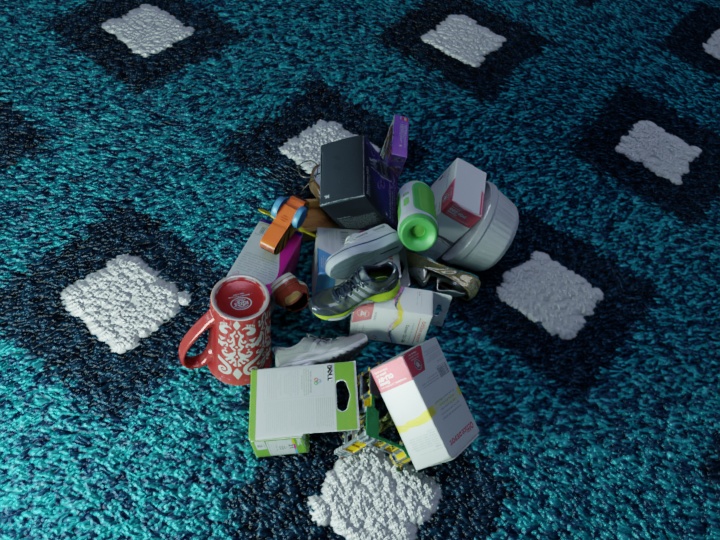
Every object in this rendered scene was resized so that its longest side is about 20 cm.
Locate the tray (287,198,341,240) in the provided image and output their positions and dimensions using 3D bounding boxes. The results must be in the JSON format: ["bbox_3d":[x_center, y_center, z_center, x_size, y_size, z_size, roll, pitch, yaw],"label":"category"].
[{"bbox_3d":[-0.070,-0.122,1.775,0.199,0.037,0.099,-6,53,-15],"label":"tray"}]

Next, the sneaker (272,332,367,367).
[{"bbox_3d":[-0.080,0.153,1.519,0.199,0.075,0.082,-16,65,-20],"label":"sneaker"}]

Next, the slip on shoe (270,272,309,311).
[{"bbox_3d":[-0.134,0.056,1.531,0.074,0.200,0.061,-35,79,-5],"label":"slip on shoe"}]

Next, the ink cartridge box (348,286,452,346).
[{"bbox_3d":[0.082,0.093,1.574,0.198,0.117,0.068,8,51,-2],"label":"ink cartridge box"}]

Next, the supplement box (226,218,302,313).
[{"bbox_3d":[-0.206,0.005,1.606,0.101,0.104,0.201,20,49,5],"label":"supplement box"}]

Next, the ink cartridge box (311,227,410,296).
[{"bbox_3d":[0.000,0.000,1.630,0.198,0.126,0.129,4,52,-8],"label":"ink cartridge box"}]

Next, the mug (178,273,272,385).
[{"bbox_3d":[-0.241,0.122,1.441,0.133,0.201,0.177,35,54,17],"label":"mug"}]

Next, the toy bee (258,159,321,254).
[{"bbox_3d":[-0.135,-0.113,1.599,0.200,0.109,0.131,-41,75,-8],"label":"toy bee"}]

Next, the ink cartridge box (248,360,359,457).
[{"bbox_3d":[-0.101,0.255,1.413,0.198,0.076,0.149,-5,52,1],"label":"ink cartridge box"}]

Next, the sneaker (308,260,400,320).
[{"bbox_3d":[-0.011,0.031,1.483,0.199,0.081,0.074,-23,56,-20],"label":"sneaker"}]

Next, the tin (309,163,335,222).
[{"bbox_3d":[-0.043,-0.180,1.781,0.111,0.042,0.200,-25,60,-22],"label":"tin"}]

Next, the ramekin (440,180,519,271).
[{"bbox_3d":[0.271,-0.091,1.711,0.094,0.202,0.203,27,49,-15],"label":"ramekin"}]

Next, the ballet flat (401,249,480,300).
[{"bbox_3d":[0.166,0.014,1.692,0.199,0.071,0.071,21,51,7],"label":"ballet flat"}]

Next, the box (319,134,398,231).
[{"bbox_3d":[0.001,-0.168,1.621,0.104,0.200,0.149,-10,66,21],"label":"box"}]

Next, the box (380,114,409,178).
[{"bbox_3d":[0.067,-0.243,1.789,0.039,0.200,0.138,12,50,-8],"label":"box"}]

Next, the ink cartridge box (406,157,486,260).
[{"bbox_3d":[0.188,-0.131,1.712,0.084,0.200,0.146,26,48,-14],"label":"ink cartridge box"}]

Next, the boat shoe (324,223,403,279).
[{"bbox_3d":[-0.003,-0.041,1.542,0.199,0.074,0.067,-19,54,-38],"label":"boat shoe"}]

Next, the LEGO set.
[{"bbox_3d":[0.023,0.284,1.441,0.153,0.116,0.201,20,48,-33],"label":"LEGO set"}]

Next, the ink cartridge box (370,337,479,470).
[{"bbox_3d":[0.121,0.242,1.400,0.145,0.083,0.201,-16,79,-59],"label":"ink cartridge box"}]

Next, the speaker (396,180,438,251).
[{"bbox_3d":[0.117,-0.117,1.591,0.088,0.089,0.200,9,28,-3],"label":"speaker"}]
